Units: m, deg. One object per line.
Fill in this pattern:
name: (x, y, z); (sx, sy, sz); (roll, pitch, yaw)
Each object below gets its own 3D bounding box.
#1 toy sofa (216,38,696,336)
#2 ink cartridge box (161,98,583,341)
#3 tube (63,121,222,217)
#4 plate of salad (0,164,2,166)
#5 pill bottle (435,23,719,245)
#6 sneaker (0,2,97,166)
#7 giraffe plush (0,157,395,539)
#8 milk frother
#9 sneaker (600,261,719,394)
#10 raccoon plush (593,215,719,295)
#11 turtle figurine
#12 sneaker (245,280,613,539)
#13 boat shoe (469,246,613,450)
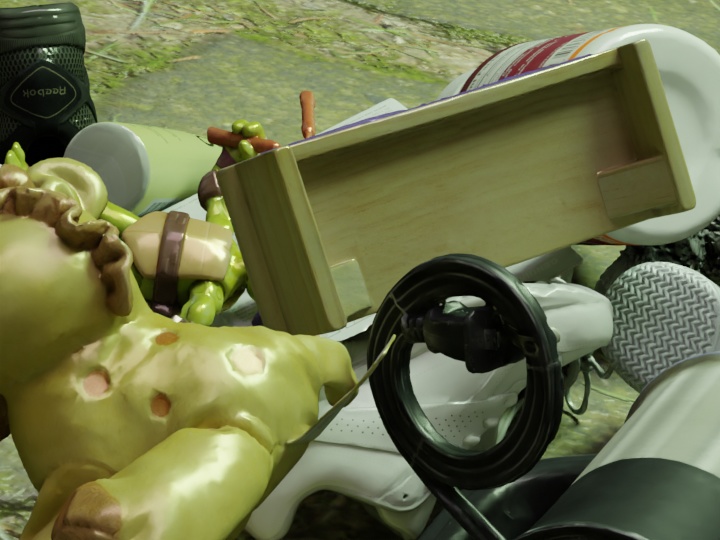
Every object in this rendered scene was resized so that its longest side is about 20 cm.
toy sofa: (0.039, -0.035, 1.084); (0.199, 0.083, 0.098); (-18, 3, -23)
ink cartridge box: (0.000, 0.000, 1.218); (0.162, 0.050, 0.200); (-27, 39, -15)
tube: (-0.100, -0.056, 1.329); (0.058, 0.052, 0.200); (46, 15, 12)
plate of salad: (-0.273, -0.033, 1.208); (0.199, 0.048, 0.200); (-10, 17, 3)
pill bottle: (0.115, -0.070, 1.324); (0.114, 0.115, 0.200); (-2, 1, -21)
sneaker: (-0.192, -0.084, 1.385); (0.076, 0.115, 0.199); (-5, 0, -16)
giraffe plush: (-0.109, 0.047, 0.914); (0.162, 0.200, 0.173); (41, 9, 3)
milk frother: (0.104, 0.074, 0.978); (0.180, 0.201, 0.188); (14, 24, 21)
sneaker: (0.204, 0.069, 1.160); (0.200, 0.076, 0.114); (39, 5, 11)
raccoon plush: (0.239, 0.006, 1.351); (0.134, 0.097, 0.200); (37, 66, 23)
turtle figurine: (-0.096, -0.015, 1.168); (0.161, 0.064, 0.201); (12, 55, -2)
sneaker: (0.025, 0.066, 1.085); (0.199, 0.100, 0.078); (-18, 0, -8)
boat shoe: (0.085, 0.039, 1.193); (0.086, 0.075, 0.202); (17, 29, 18)
